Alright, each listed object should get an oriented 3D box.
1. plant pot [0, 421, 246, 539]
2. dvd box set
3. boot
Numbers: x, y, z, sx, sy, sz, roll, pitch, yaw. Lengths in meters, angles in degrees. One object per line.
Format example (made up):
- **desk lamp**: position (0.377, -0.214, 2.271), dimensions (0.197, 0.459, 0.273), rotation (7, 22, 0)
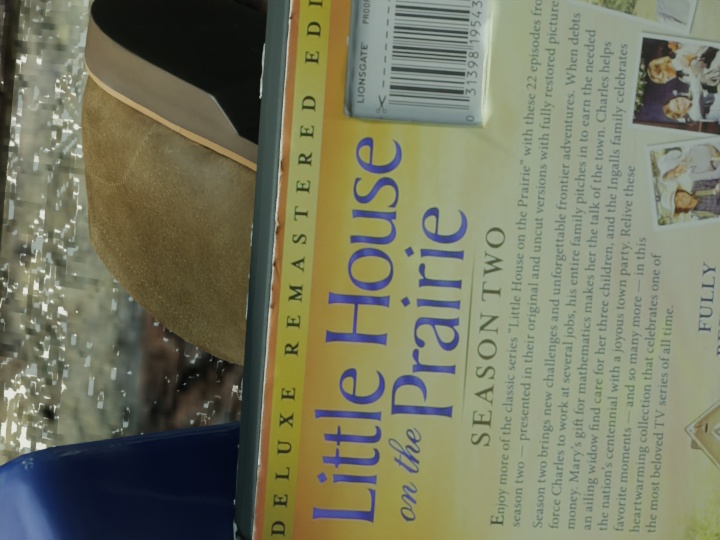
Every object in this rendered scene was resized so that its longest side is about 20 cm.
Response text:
- **plant pot**: position (-0.058, 0.156, 0.651), dimensions (0.200, 0.200, 0.180), rotation (-32, 74, 27)
- **dvd box set**: position (0.075, -0.006, 0.589), dimensions (0.199, 0.029, 0.147), rotation (3, 92, -12)
- **boot**: position (0.000, 0.000, 0.699), dimensions (0.200, 0.073, 0.076), rotation (35, 124, 33)
